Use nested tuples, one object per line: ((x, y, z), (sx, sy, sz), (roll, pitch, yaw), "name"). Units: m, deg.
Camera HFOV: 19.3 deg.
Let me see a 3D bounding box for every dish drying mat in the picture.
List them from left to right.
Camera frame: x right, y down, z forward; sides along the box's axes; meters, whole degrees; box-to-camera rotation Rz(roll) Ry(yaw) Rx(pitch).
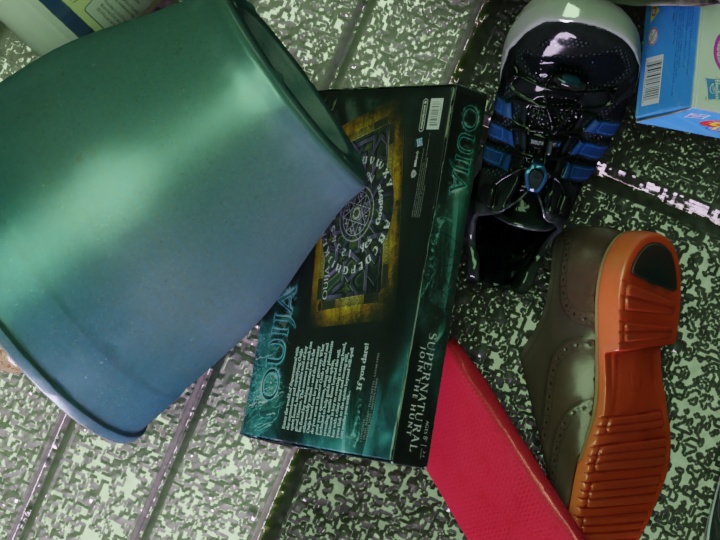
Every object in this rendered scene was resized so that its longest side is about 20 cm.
((0.086, 0.137, 1.134), (0.018, 0.077, 0.201), (-16, 65, -36), "dish drying mat")

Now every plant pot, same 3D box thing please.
((-0.105, -0.044, 1.118), (0.187, 0.200, 0.201), (-35, 80, 8), "plant pot")

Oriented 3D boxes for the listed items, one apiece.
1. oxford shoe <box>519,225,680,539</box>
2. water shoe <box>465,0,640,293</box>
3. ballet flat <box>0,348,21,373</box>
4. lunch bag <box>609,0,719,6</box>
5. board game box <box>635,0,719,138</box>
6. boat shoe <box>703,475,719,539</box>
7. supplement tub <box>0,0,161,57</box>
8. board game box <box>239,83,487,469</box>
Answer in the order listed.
((0.124, 0.075, 1.156), (0.072, 0.071, 0.202), (11, 93, 44), "oxford shoe")
((0.099, -0.060, 1.099), (0.071, 0.201, 0.079), (10, 57, -2), "water shoe")
((-0.242, -0.030, 1.212), (0.070, 0.065, 0.201), (-33, 80, 3), "ballet flat")
((0.101, -0.221, 1.044), (0.199, 0.117, 0.165), (8, 86, 27), "lunch bag")
((0.248, -0.162, 1.110), (0.194, 0.056, 0.202), (8, 84, -24), "board game box")
((0.223, 0.118, 1.124), (0.071, 0.068, 0.202), (10, 85, 9), "boat shoe")
((-0.141, -0.224, 1.179), (0.145, 0.145, 0.200), (44, 91, 11), "supplement tub")
((0.000, 0.000, 1.152), (0.135, 0.028, 0.202), (4, 83, 51), "board game box")
